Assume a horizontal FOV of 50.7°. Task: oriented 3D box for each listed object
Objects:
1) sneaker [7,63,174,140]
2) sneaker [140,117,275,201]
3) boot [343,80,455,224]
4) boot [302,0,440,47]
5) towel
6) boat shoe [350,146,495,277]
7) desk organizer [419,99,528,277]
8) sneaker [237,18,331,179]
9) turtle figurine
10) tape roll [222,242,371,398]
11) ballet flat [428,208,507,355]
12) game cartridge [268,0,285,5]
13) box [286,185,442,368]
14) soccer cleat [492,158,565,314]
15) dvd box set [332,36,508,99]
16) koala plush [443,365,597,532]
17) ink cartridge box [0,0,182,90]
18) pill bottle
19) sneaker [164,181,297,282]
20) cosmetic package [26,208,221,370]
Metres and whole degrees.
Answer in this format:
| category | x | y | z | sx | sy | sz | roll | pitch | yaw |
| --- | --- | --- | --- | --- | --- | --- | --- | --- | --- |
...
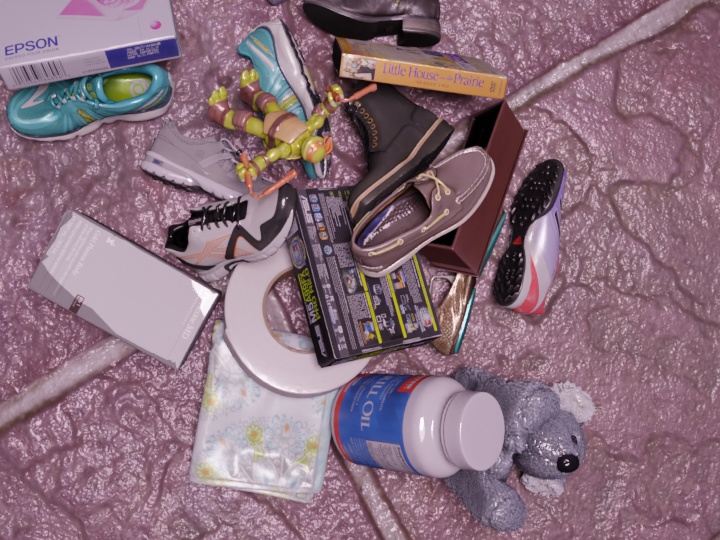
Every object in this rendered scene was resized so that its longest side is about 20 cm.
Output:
| category | x | y | z | sx | sy | sz | roll | pitch | yaw |
| --- | --- | --- | --- | --- | --- | --- | --- | --- | --- |
| sneaker | -0.317 | -0.208 | 0.888 | 0.195 | 0.080 | 0.079 | -16 | 92 | -7 |
| sneaker | -0.162 | -0.125 | 0.921 | 0.196 | 0.075 | 0.084 | 19 | 85 | -10 |
| boot | 0.010 | -0.153 | 0.918 | 0.138 | 0.078 | 0.200 | 40 | 48 | 6 |
| boot | 0.029 | -0.383 | 0.957 | 0.195 | 0.069 | 0.179 | 6 | 86 | -14 |
| towel | -0.116 | 0.177 | 0.946 | 0.167 | 0.048 | 0.205 | 11 | 89 | -9 |
| boat shoe | 0.071 | -0.074 | 0.855 | 0.199 | 0.060 | 0.072 | -38 | 66 | -2 |
| desk organizer | 0.133 | -0.105 | 0.934 | 0.077 | 0.071 | 0.204 | 36 | 71 | -51 |
| sneaker | -0.090 | -0.205 | 0.943 | 0.078 | 0.077 | 0.204 | -22 | 88 | 11 |
| turtle figurine | -0.085 | -0.167 | 0.863 | 0.160 | 0.065 | 0.200 | 35 | 70 | 24 |
| tape roll | -0.070 | 0.051 | 0.925 | 0.197 | 0.037 | 0.208 | 4 | 72 | -13 |
| ballet flat | 0.126 | 0.005 | 0.972 | 0.064 | 0.071 | 0.204 | 20 | 84 | 14 |
| game cartridge | -0.080 | -0.440 | 0.950 | 0.133 | 0.041 | 0.201 | 41 | 85 | -11 |
| box | 0.000 | 0.000 | 0.906 | 0.157 | 0.044 | 0.205 | -8 | 76 | -34 |
| soccer cleat | 0.233 | -0.042 | 0.993 | 0.072 | 0.068 | 0.205 | 20 | 84 | -32 |
| dvd box set | 0.066 | -0.246 | 0.919 | 0.195 | 0.147 | 0.030 | 6 | 113 | -9 |
| koala plush | 0.206 | 0.208 | 0.955 | 0.196 | 0.183 | 0.182 | 11 | 99 | -29 |
| ink cartridge box | -0.316 | -0.311 | 0.868 | 0.192 | 0.044 | 0.204 | -14 | 65 | -8 |
| pill bottle | 0.066 | 0.178 | 0.885 | 0.111 | 0.197 | 0.115 | 6 | 81 | -43 |
| sneaker | -0.150 | -0.047 | 0.866 | 0.079 | 0.198 | 0.075 | 31 | 46 | -36 |
| cosmetic package | -0.273 | 0.024 | 0.902 | 0.197 | 0.090 | 0.109 | 28 | 85 | -4 |
